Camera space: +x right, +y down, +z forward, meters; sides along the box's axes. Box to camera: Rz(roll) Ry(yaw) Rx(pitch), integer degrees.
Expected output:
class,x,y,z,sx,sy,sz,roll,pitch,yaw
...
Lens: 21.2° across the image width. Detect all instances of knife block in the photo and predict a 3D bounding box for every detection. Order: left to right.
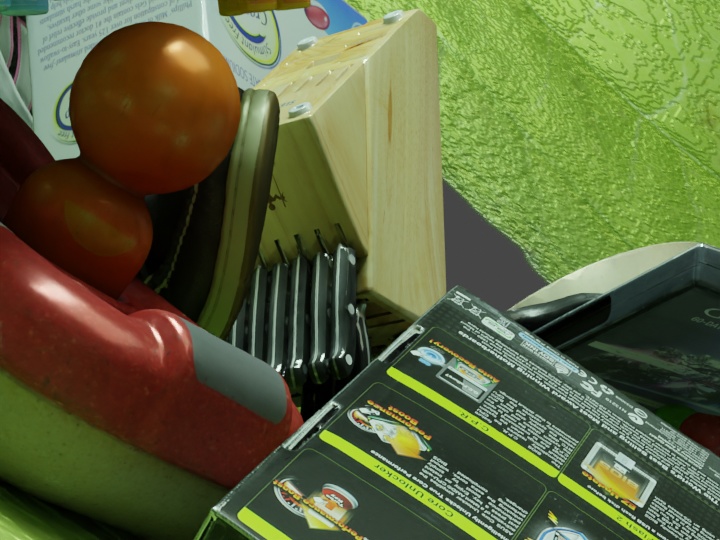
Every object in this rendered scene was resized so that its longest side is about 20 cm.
class,x,y,z,sx,sy,sz,roll,pitch,yaw
knife block,0.000,0.000,0.837,0.176,0.064,0.200,68,28,-19

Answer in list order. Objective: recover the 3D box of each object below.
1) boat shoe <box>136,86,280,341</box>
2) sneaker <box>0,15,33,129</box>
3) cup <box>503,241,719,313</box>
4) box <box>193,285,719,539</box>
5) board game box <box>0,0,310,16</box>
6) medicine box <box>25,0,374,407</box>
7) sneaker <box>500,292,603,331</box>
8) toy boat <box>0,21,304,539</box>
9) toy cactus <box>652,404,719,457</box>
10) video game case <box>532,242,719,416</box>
class,x,y,z,sx,sy,sz,roll,pitch,yaw
boat shoe,-0.075,-0.002,0.694,0.064,0.073,0.200,15,-33,-8
sneaker,-0.179,-0.142,1.007,0.080,0.086,0.200,49,-13,43
cup,0.139,0.104,0.955,0.200,0.200,0.144,31,24,-58
box,0.070,0.099,0.529,0.200,0.048,0.193,33,27,8
board game box,-0.140,-0.082,0.594,0.199,0.026,0.200,-4,6,24
medicine box,-0.065,-0.054,0.938,0.182,0.103,0.201,31,45,-54
sneaker,0.128,0.049,0.836,0.199,0.067,0.091,4,-19,-3
toy boat,-0.084,-0.016,0.582,0.200,0.131,0.130,35,1,41
toy cactus,0.136,0.135,0.654,0.165,0.102,0.201,4,67,-50
video game case,0.129,0.048,0.731,0.142,0.019,0.200,18,-26,-20
